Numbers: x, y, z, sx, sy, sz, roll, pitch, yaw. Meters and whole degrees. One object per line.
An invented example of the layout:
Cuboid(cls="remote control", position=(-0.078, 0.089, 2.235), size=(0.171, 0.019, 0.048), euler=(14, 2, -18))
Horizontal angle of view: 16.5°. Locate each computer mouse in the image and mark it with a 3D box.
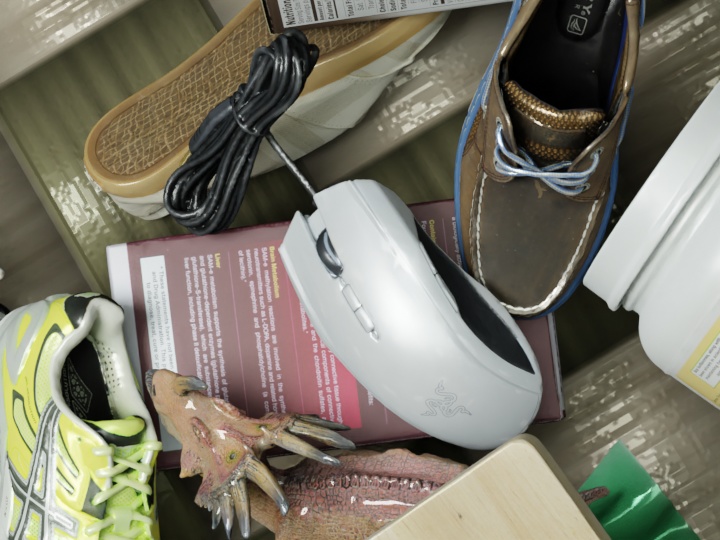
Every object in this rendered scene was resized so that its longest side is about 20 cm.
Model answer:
Cuboid(cls="computer mouse", position=(0.000, 0.000, 1.086), size=(0.200, 0.044, 0.110), euler=(48, 122, 5))

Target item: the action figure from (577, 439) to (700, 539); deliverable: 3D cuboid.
Cuboid(cls="action figure", position=(0.077, 0.184, 1.137), size=(0.200, 0.055, 0.118), euler=(-38, 85, 1))

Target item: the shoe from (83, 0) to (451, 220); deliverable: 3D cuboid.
Cuboid(cls="shoe", position=(-0.037, -0.089, 1.174), size=(0.200, 0.053, 0.070), euler=(-32, 51, -1))

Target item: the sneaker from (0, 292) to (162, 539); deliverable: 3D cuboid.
Cuboid(cls="sneaker", position=(-0.122, 0.104, 1.095), size=(0.075, 0.076, 0.200), euler=(-6, 73, -38))

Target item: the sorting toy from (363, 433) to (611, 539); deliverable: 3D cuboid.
Cuboid(cls="sorting toy", position=(0.051, 0.197, 1.017), size=(0.199, 0.070, 0.200), euler=(-36, 87, 15))

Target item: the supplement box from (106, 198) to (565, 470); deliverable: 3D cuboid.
Cuboid(cls="supplement box", position=(-0.010, 0.029, 1.153), size=(0.200, 0.061, 0.109), euler=(-7, 86, 6))

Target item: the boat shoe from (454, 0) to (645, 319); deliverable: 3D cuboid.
Cuboid(cls="boat shoe", position=(0.079, -0.068, 1.063), size=(0.072, 0.072, 0.200), euler=(10, 107, 5))

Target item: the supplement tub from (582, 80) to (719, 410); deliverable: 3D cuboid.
Cuboid(cls="supplement tub", position=(0.214, 0.013, 1.090), size=(0.200, 0.145, 0.145), euler=(35, 90, 6))

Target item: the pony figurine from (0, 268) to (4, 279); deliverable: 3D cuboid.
Cuboid(cls="pony figurine", position=(-0.275, -0.046, 1.154), size=(0.193, 0.167, 0.200), euler=(-14, 69, -3))

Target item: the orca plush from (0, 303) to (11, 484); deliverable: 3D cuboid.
Cuboid(cls="orca plush", position=(-0.173, 0.104, 1.159), size=(0.105, 0.071, 0.200), euler=(-2, 86, 6))

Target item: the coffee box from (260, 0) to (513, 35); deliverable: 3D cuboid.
Cuboid(cls="coffee box", position=(0.048, -0.184, 1.131), size=(0.200, 0.080, 0.113), euler=(-7, 50, 5))

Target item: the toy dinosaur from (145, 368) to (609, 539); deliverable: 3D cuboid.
Cuboid(cls="toy dinosaur", position=(0.007, 0.102, 1.078), size=(0.200, 0.136, 0.086), euler=(-1, 48, 7))
